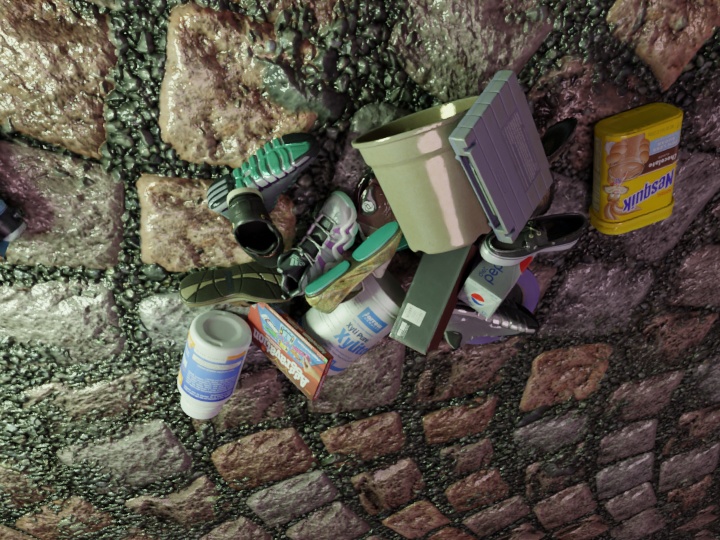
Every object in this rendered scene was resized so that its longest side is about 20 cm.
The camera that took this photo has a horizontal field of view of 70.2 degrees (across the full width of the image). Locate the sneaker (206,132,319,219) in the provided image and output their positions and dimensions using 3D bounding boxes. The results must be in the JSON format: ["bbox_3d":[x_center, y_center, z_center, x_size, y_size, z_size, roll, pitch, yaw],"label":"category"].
[{"bbox_3d":[-0.140,-0.140,0.806,0.199,0.075,0.088,-26,145,14],"label":"sneaker"}]

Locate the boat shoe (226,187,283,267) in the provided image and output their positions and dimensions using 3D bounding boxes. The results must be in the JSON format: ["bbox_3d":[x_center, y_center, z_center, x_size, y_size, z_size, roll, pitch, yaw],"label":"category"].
[{"bbox_3d":[-0.164,-0.050,0.820,0.073,0.063,0.202,-15,155,-4],"label":"boat shoe"}]

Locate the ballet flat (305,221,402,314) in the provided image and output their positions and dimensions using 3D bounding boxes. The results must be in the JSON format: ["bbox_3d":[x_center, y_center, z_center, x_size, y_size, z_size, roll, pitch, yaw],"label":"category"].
[{"bbox_3d":[0.000,0.000,0.849,0.200,0.071,0.071,-38,127,-1],"label":"ballet flat"}]

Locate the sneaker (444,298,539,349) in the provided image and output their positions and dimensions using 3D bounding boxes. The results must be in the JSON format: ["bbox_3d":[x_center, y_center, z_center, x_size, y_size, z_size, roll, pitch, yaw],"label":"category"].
[{"bbox_3d":[0.230,0.107,0.975,0.199,0.075,0.116,16,126,-13],"label":"sneaker"}]

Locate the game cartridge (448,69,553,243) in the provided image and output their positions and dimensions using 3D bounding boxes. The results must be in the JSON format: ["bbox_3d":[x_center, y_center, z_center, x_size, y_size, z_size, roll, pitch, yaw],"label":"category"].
[{"bbox_3d":[0.196,-0.148,0.690,0.130,0.038,0.200,-56,133,-19],"label":"game cartridge"}]

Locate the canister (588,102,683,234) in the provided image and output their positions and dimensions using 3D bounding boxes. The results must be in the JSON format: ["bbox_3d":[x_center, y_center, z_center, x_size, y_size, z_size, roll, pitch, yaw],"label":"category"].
[{"bbox_3d":[0.492,-0.181,0.923,0.148,0.087,0.201,-19,127,-1],"label":"canister"}]

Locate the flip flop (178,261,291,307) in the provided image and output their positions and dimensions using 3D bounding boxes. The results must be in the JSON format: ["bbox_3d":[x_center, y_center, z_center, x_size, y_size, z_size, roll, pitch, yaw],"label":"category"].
[{"bbox_3d":[-0.215,0.035,0.906,0.199,0.081,0.058,-7,151,-12],"label":"flip flop"}]

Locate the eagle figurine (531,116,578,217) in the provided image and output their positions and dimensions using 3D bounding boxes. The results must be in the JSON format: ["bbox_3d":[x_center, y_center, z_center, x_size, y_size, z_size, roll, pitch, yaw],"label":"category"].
[{"bbox_3d":[0.270,-0.160,0.848,0.199,0.152,0.152,-13,94,-9],"label":"eagle figurine"}]

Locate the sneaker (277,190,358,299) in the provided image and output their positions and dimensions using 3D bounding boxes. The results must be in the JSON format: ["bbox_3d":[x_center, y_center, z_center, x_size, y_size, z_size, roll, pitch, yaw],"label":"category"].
[{"bbox_3d":[-0.083,-0.031,0.846,0.140,0.078,0.201,-24,140,-48],"label":"sneaker"}]

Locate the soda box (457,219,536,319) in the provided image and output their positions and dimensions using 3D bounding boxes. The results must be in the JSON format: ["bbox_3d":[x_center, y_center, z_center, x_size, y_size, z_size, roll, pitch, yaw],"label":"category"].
[{"bbox_3d":[0.252,-0.012,0.893,0.200,0.068,0.064,-44,162,-33],"label":"soda box"}]

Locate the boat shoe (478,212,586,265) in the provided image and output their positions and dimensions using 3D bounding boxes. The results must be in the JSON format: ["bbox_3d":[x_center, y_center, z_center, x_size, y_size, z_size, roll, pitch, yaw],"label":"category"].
[{"bbox_3d":[0.290,-0.061,0.860,0.199,0.069,0.057,-13,150,-21],"label":"boat shoe"}]

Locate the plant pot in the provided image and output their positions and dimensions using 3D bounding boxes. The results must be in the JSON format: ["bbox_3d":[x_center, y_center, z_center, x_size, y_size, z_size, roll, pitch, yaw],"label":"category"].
[{"bbox_3d":[0.109,-0.132,0.752,0.199,0.201,0.184,-19,109,0],"label":"plant pot"}]

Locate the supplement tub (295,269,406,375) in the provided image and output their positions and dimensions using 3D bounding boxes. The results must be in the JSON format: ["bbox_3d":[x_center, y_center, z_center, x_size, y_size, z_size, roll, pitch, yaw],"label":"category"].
[{"bbox_3d":[-0.017,0.089,0.957,0.200,0.132,0.132,-41,125,17],"label":"supplement tub"}]

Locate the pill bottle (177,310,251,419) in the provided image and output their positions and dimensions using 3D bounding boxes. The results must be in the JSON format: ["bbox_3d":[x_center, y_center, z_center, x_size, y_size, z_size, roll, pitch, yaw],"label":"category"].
[{"bbox_3d":[-0.282,0.184,0.968,0.111,0.112,0.201,11,122,-22],"label":"pill bottle"}]

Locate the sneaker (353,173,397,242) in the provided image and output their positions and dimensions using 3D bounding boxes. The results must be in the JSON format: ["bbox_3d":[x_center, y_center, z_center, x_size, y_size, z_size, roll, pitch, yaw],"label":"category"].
[{"bbox_3d":[0.067,-0.130,0.856,0.199,0.076,0.116,-31,124,9],"label":"sneaker"}]

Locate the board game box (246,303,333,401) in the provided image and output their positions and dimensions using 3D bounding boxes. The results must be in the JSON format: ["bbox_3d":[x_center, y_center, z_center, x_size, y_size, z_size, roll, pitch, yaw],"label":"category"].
[{"bbox_3d":[-0.136,0.134,0.932,0.019,0.200,0.103,-21,140,-47],"label":"board game box"}]

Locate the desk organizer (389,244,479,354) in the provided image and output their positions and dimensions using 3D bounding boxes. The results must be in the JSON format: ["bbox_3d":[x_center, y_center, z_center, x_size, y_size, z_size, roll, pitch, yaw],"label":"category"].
[{"bbox_3d":[0.130,0.036,0.879,0.077,0.071,0.201,13,101,-66],"label":"desk organizer"}]

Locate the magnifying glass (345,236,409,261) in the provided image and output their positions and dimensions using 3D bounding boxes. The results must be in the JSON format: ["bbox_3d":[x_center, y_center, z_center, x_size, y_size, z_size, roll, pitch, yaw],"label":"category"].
[{"bbox_3d":[0.068,-0.045,0.907,0.199,0.080,0.023,-20,84,-12],"label":"magnifying glass"}]

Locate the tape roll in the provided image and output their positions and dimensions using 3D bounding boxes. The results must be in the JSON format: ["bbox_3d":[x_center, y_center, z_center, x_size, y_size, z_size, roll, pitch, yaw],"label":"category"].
[{"bbox_3d":[0.246,0.046,1.025,0.199,0.085,0.201,-7,128,-9],"label":"tape roll"}]

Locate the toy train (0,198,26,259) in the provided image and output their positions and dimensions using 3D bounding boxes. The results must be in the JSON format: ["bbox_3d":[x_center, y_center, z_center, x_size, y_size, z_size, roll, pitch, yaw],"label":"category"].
[{"bbox_3d":[-0.564,-0.096,0.707,0.114,0.087,0.200,-30,127,0],"label":"toy train"}]
